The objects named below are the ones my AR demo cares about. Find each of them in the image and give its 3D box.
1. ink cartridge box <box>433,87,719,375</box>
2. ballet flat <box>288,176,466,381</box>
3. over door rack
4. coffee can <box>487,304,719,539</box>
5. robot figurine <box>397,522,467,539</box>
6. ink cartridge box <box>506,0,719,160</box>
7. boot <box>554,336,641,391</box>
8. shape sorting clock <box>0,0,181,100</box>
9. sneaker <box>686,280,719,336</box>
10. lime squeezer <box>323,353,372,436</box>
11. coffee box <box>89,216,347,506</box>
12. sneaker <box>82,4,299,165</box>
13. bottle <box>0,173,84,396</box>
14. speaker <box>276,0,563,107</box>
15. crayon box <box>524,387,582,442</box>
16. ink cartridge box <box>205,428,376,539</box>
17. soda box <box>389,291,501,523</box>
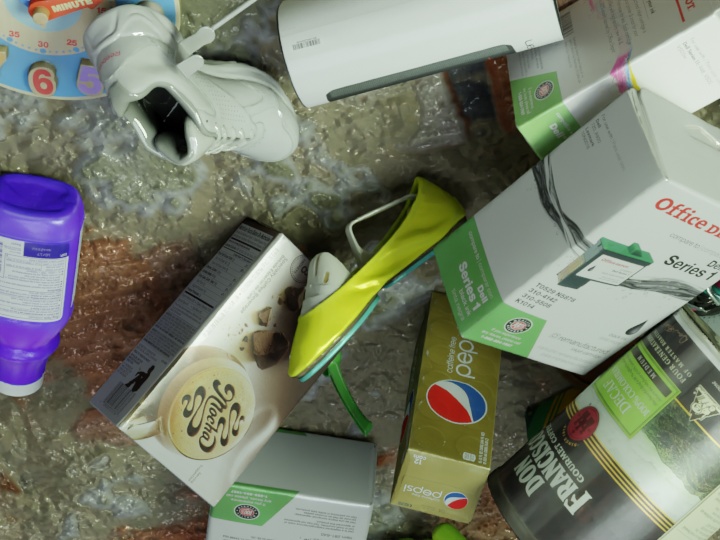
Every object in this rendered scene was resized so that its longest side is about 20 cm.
[{"bbox_3d":[0.176,-0.022,1.101,0.146,0.085,0.200,18,135,-39],"label":"ink cartridge box"},{"bbox_3d":[0.000,0.000,1.213,0.200,0.067,0.067,-43,96,-19],"label":"ballet flat"},{"bbox_3d":[-0.091,-0.256,1.055,0.200,0.067,0.148,-38,120,2],"label":"over door rack"},{"bbox_3d":[0.216,0.144,1.161,0.200,0.147,0.146,-44,117,10],"label":"coffee can"},{"bbox_3d":[0.090,0.317,1.471,0.199,0.116,0.176,7,126,-4],"label":"robot figurine"},{"bbox_3d":[0.207,-0.160,1.102,0.199,0.117,0.067,-29,124,22],"label":"ink cartridge box"},{"bbox_3d":[0.197,0.012,1.237,0.199,0.074,0.155,32,129,-3],"label":"boot"},{"bbox_3d":[-0.230,-0.194,1.118,0.199,0.039,0.201,2,138,2],"label":"shape sorting clock"},{"bbox_3d":[0.288,0.006,1.209,0.083,0.121,0.201,-29,125,-9],"label":"sneaker"},{"bbox_3d":[-0.063,0.080,1.328,0.199,0.071,0.038,21,158,22],"label":"lime squeezer"},{"bbox_3d":[-0.105,0.071,1.246,0.200,0.080,0.113,-50,118,-10],"label":"coffee box"},{"bbox_3d":[-0.121,-0.110,1.138,0.078,0.100,0.199,-33,142,32],"label":"sneaker"},{"bbox_3d":[-0.278,0.016,1.278,0.083,0.065,0.201,10,127,-6],"label":"bottle"},{"bbox_3d":[0.045,-0.181,1.114,0.199,0.081,0.082,-14,126,10],"label":"speaker"},{"bbox_3d":[0.211,0.175,1.307,0.127,0.201,0.051,-29,123,21],"label":"crayon box"},{"bbox_3d":[-0.071,0.249,1.440,0.144,0.084,0.201,9,127,-3],"label":"ink cartridge box"},{"bbox_3d":[0.073,0.106,1.255,0.067,0.200,0.064,14,127,-1],"label":"soda box"}]
